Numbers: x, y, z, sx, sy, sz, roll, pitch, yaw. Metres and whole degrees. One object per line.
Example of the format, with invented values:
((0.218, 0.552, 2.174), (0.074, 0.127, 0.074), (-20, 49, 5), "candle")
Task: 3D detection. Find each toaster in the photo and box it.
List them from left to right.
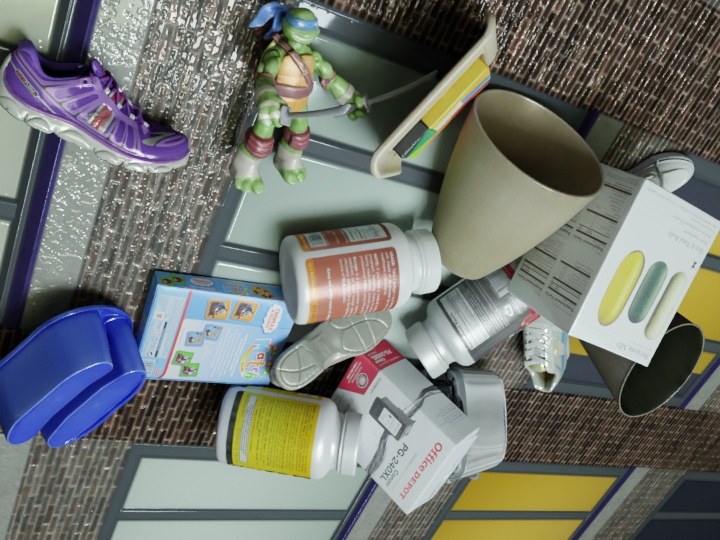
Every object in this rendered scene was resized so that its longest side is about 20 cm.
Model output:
((0.159, 0.230, 1.171), (0.127, 0.205, 0.112), (6, 169, -42), "toaster")

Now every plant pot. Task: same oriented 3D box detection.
((0.175, -0.089, 0.939), (0.183, 0.190, 0.201), (6, 136, -27), "plant pot")

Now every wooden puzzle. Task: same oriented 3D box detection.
((0.092, -0.185, 0.827), (0.037, 0.185, 0.201), (40, 104, 3), "wooden puzzle")

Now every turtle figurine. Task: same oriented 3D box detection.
((-0.056, -0.155, 0.774), (0.197, 0.145, 0.195), (29, 133, -1), "turtle figurine")

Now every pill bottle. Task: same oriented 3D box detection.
((-0.097, 0.231, 1.039), (0.195, 0.113, 0.114), (9, 127, 4), "pill bottle")
((0.000, 0.000, 0.954), (0.195, 0.113, 0.114), (-8, 128, -18), "pill bottle")
((0.166, 0.068, 1.082), (0.198, 0.111, 0.111), (-35, 132, 4), "pill bottle")

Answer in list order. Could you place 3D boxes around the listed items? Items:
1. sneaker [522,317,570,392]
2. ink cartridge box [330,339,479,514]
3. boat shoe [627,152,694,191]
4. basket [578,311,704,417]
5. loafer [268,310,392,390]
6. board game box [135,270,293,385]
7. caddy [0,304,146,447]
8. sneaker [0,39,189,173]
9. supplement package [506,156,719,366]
((0.295, 0.115, 1.181), (0.082, 0.075, 0.202), (-60, 140, -33), "sneaker")
((0.054, 0.229, 1.088), (0.083, 0.199, 0.147), (-10, 136, -56), "ink cartridge box")
((0.415, -0.110, 1.073), (0.198, 0.087, 0.076), (-16, 131, -12), "boat shoe")
((0.408, 0.089, 1.145), (0.133, 0.201, 0.183), (-3, 128, -22), "basket")
((-0.046, 0.102, 1.043), (0.198, 0.063, 0.073), (-29, 95, -27), "loafer")
((-0.194, 0.083, 0.982), (0.196, 0.037, 0.153), (9, 121, -29), "board game box")
((-0.360, 0.124, 0.898), (0.199, 0.106, 0.141), (-38, 155, 7), "caddy")
((-0.258, -0.163, 0.741), (0.197, 0.081, 0.084), (22, 109, -34), "sneaker")
((0.323, -0.015, 0.951), (0.149, 0.151, 0.203), (20, 101, -26), "supplement package")
